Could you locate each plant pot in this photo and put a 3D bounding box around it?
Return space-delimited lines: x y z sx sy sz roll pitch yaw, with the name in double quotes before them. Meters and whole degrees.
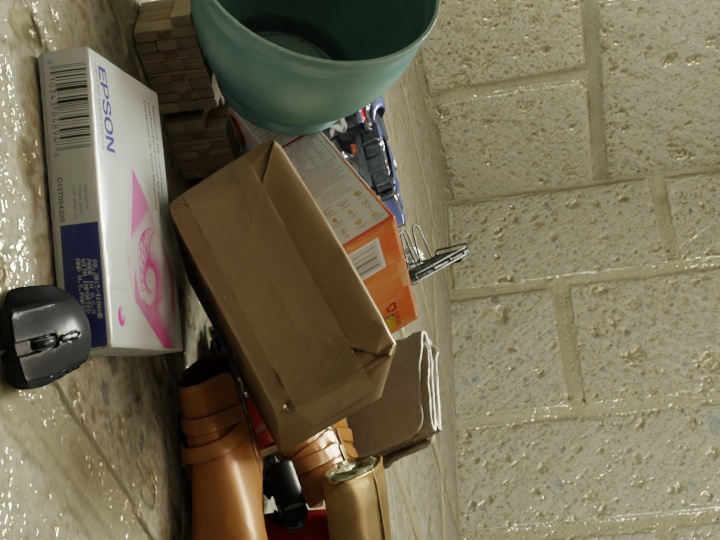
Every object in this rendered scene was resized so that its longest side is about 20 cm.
"plant pot" -0.049 -0.196 1.008 0.135 0.198 0.202 115 -21 -52

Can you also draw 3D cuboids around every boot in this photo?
"boot" -0.108 0.162 0.974 0.200 0.076 0.157 -77 160 -73
"boot" -0.005 0.272 1.039 0.175 0.065 0.203 -28 112 -82
"boot" -0.033 0.144 1.196 0.199 0.074 0.155 -14 64 -53

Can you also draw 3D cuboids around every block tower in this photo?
"block tower" -0.142 -0.144 1.078 0.054 0.057 0.201 -87 168 -49

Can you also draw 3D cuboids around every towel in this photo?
"towel" -0.007 0.147 1.268 0.035 0.198 0.134 48 31 -39

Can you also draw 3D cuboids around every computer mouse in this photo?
"computer mouse" -0.191 0.044 0.687 0.200 0.034 0.059 -44 127 -78

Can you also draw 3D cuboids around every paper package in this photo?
"paper package" -0.062 0.028 0.977 0.192 0.103 0.200 60 -10 14

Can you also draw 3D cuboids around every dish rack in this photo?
"dish rack" 0.000 0.000 1.199 0.153 0.199 0.055 -30 102 -49

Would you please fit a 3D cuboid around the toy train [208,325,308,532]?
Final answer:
"toy train" -0.090 0.130 1.086 0.046 0.034 0.202 118 -48 -64

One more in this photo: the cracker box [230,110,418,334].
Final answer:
"cracker box" -0.032 -0.048 1.071 0.200 0.057 0.135 52 -14 39

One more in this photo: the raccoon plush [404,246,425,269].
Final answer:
"raccoon plush" -0.015 0.000 1.404 0.097 0.200 0.134 46 -17 12

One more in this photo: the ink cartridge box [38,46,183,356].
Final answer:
"ink cartridge box" -0.166 -0.039 0.891 0.200 0.043 0.199 18 65 -79

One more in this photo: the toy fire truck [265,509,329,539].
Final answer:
"toy fire truck" -0.068 0.291 1.079 0.200 0.127 0.178 87 -1 -67

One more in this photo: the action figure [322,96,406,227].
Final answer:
"action figure" -0.017 -0.103 1.161 0.194 0.103 0.202 67 9 -61
